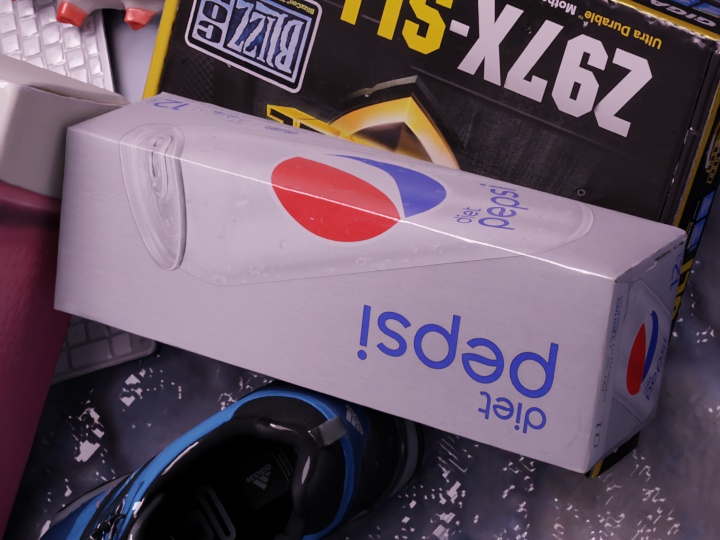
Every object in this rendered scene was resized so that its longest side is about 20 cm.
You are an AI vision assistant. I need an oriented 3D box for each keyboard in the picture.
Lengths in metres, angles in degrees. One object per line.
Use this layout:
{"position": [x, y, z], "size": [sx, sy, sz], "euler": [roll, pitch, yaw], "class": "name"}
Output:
{"position": [-0.119, -0.054, 1.062], "size": [0.056, 0.011, 0.200], "euler": [-15, 69, 10], "class": "keyboard"}

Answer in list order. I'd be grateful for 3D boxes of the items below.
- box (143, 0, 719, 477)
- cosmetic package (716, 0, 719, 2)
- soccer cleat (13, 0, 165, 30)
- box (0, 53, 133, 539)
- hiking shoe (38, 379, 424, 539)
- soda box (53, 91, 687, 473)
{"position": [0.022, -0.042, 0.953], "size": [0.200, 0.049, 0.160], "euler": [25, 111, 20], "class": "box"}
{"position": [0.119, -0.197, 1.000], "size": [0.074, 0.102, 0.200], "euler": [4, 72, 16], "class": "cosmetic package"}
{"position": [-0.143, -0.149, 1.062], "size": [0.200, 0.069, 0.078], "euler": [17, 76, 27], "class": "soccer cleat"}
{"position": [-0.177, 0.015, 0.942], "size": [0.128, 0.109, 0.200], "euler": [19, 95, 16], "class": "box"}
{"position": [-0.073, 0.096, 0.938], "size": [0.200, 0.087, 0.074], "euler": [-42, 79, 18], "class": "hiking shoe"}
{"position": [0.000, 0.000, 0.902], "size": [0.200, 0.063, 0.068], "euler": [17, 112, 24], "class": "soda box"}
